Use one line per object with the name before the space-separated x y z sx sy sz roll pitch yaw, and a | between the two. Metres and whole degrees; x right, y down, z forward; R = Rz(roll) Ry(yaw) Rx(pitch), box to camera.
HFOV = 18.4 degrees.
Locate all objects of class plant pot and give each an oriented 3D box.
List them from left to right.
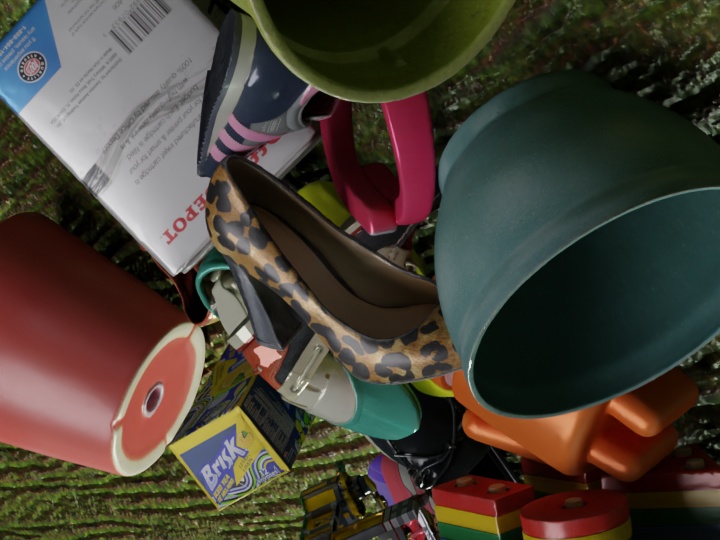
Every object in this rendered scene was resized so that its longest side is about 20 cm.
plant pot | -0.241 0.074 1.872 0.177 0.201 0.201 24 145 20
plant pot | -0.032 -0.214 1.253 0.184 0.200 0.201 27 147 49
plant pot | 0.124 -0.029 1.281 0.201 0.199 0.135 96 152 -54

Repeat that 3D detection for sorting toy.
sorting toy | 0.154 0.163 1.457 0.198 0.199 0.070 3 105 55

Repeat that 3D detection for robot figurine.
robot figurine | 0.117 0.055 1.437 0.200 0.117 0.144 35 165 22

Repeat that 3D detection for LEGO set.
LEGO set | 0.039 0.231 1.652 0.201 0.115 0.154 65 -169 -4

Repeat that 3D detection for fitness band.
fitness band | 0.007 -0.104 1.369 0.200 0.037 0.145 -130 34 -69

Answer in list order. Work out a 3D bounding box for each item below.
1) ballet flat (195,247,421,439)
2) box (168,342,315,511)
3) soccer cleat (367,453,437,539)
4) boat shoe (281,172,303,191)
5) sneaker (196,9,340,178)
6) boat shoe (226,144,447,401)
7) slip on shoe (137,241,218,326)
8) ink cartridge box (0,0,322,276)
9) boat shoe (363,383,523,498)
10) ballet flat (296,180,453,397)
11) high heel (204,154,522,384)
ballet flat | -0.046 0.059 1.582 0.200 0.070 0.067 44 133 14
box | -0.073 0.092 1.648 0.070 0.200 0.064 -30 104 23
soccer cleat | 0.076 0.213 1.727 0.200 0.076 0.067 35 149 20
boat shoe | -0.069 -0.065 1.597 0.201 0.061 0.072 46 -178 4
sneaker | -0.057 -0.099 1.378 0.081 0.071 0.200 7 166 -9
boat shoe | 0.000 0.000 1.475 0.063 0.200 0.071 45 -173 -3
slip on shoe | -0.148 -0.043 1.722 0.074 0.061 0.201 5 129 52
ink cartridge box | -0.137 -0.118 1.518 0.200 0.145 0.084 46 -165 1
boat shoe | 0.063 0.133 1.641 0.200 0.075 0.062 51 169 -19
ballet flat | 0.026 0.016 1.549 0.200 0.067 0.067 52 168 -28
high heel | -0.003 -0.004 1.361 0.199 0.072 0.143 5 131 29
